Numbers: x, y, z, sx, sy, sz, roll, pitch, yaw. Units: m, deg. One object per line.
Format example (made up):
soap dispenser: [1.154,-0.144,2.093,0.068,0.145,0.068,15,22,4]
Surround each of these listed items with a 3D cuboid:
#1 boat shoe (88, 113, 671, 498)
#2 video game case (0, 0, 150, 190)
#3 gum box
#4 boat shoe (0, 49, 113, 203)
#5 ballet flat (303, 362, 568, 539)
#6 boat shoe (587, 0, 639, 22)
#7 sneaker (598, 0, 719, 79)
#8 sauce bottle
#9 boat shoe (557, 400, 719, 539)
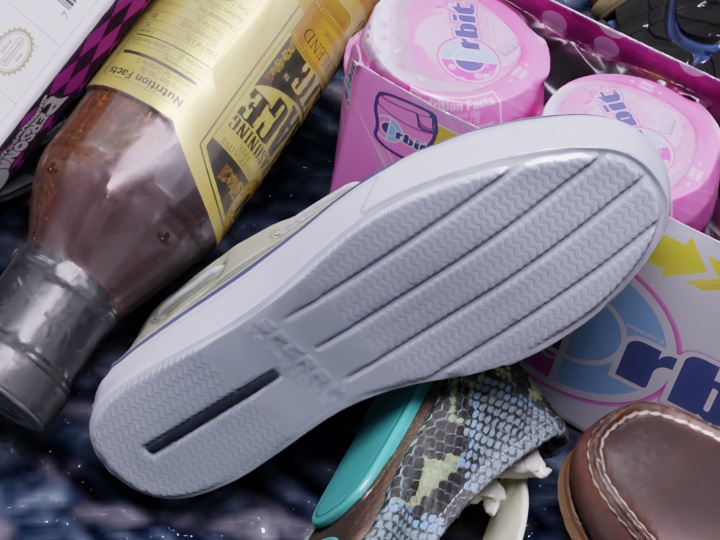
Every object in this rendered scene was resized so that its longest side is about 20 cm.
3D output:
boat shoe: [0.000,0.000,0.684,0.199,0.072,0.062,-26,32,21]
video game case: [-0.170,-0.096,0.711,0.181,0.036,0.200,40,96,8]
gum box: [0.081,-0.010,0.737,0.199,0.114,0.066,27,53,10]
boat shoe: [-0.067,-0.071,0.793,0.199,0.072,0.071,-23,76,-20]
ballet flat: [0.005,0.098,0.675,0.074,0.074,0.200,29,57,12]
boat shoe: [0.147,-0.151,0.874,0.200,0.072,0.068,-31,89,-35]
sneaker: [0.152,-0.068,0.793,0.199,0.079,0.076,-27,40,12]
sauce bottle: [-0.060,-0.041,0.721,0.066,0.066,0.201,30,75,12]
boat shoe: [0.147,0.105,0.679,0.200,0.070,0.070,39,63,13]
